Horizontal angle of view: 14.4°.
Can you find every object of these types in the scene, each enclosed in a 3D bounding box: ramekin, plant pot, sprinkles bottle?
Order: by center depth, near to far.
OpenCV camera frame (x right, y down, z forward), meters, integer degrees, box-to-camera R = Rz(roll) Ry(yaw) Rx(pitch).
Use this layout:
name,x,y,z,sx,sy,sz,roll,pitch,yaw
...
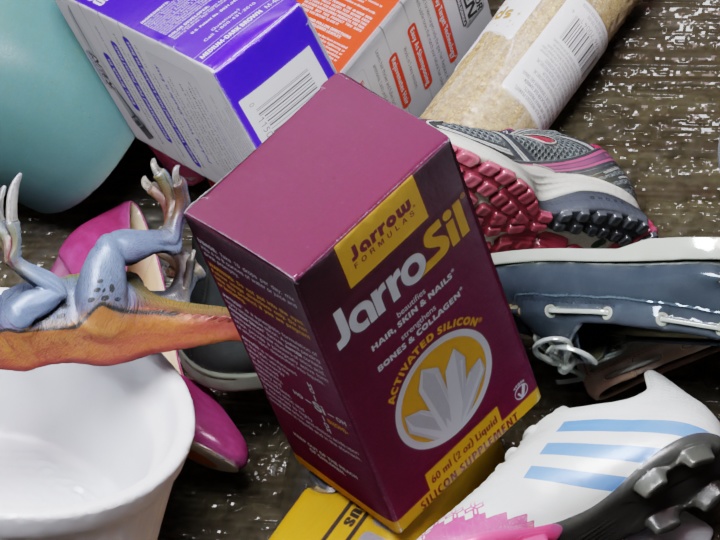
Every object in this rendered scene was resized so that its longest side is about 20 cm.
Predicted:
name,x,y,z,sx,sy,sz,roll,pitch,yaw
ramekin,-0.189,0.101,1.448,0.199,0.098,0.201,9,31,-6
plant pot,-0.221,-0.153,1.637,0.200,0.160,0.202,-33,47,45
sprinkles bottle,0.090,-0.111,1.641,0.068,0.068,0.200,25,65,28

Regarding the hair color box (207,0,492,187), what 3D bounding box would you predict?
name,x,y,z,sx,sy,sz,roll,pitch,yaw
hair color box,-0.008,-0.111,1.646,0.061,0.102,0.200,27,65,30

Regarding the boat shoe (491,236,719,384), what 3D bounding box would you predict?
name,x,y,z,sx,sy,sz,roll,pitch,yaw
boat shoe,0.122,0.023,1.484,0.199,0.075,0.062,-5,77,27

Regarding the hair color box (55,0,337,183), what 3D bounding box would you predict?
name,x,y,z,sx,sy,sz,roll,pitch,yaw
hair color box,-0.077,-0.103,1.493,0.065,0.110,0.200,-39,33,-16

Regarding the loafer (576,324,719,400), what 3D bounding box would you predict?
name,x,y,z,sx,sy,sz,roll,pitch,yaw
loafer,0.211,0.026,1.524,0.199,0.072,0.063,-10,71,16

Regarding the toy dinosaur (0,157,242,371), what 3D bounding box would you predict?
name,x,y,z,sx,sy,sz,roll,pitch,yaw
toy dinosaur,-0.154,0.019,1.423,0.200,0.105,0.181,38,57,19

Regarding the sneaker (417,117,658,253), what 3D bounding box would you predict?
name,x,y,z,sx,sy,sz,roll,pitch,yaw
sneaker,0.070,-0.046,1.544,0.081,0.199,0.075,-44,49,30

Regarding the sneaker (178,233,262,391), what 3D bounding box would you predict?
name,x,y,z,sx,sy,sz,roll,pitch,yaw
sneaker,0.000,0.000,1.542,0.199,0.107,0.075,-14,50,-19

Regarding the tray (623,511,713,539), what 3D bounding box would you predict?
name,x,y,z,sx,sy,sz,roll,pitch,yaw
tray,0.084,0.180,1.472,0.107,0.022,0.200,29,68,29

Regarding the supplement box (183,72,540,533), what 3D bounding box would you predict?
name,x,y,z,sx,sy,sz,roll,pitch,yaw
supplement box,0.005,0.018,1.410,0.110,0.201,0.085,-42,48,-19

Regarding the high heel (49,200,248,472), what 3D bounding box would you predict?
name,x,y,z,sx,sy,sz,roll,pitch,yaw
high heel,-0.107,0.036,1.595,0.096,0.067,0.200,-49,45,-7

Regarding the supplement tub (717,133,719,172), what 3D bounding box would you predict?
name,x,y,z,sx,sy,sz,roll,pitch,yaw
supplement tub,0.270,-0.128,1.572,0.122,0.123,0.201,4,57,17

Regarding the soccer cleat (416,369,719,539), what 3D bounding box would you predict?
name,x,y,z,sx,sy,sz,roll,pitch,yaw
soccer cleat,0.093,0.119,1.463,0.199,0.070,0.086,-25,43,-9

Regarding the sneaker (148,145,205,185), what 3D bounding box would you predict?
name,x,y,z,sx,sy,sz,roll,pitch,yaw
sneaker,-0.111,-0.139,1.708,0.087,0.074,0.201,-26,49,4

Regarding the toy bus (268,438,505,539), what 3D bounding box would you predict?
name,x,y,z,sx,sy,sz,roll,pitch,yaw
toy bus,-0.007,0.157,1.478,0.078,0.065,0.200,21,60,32
